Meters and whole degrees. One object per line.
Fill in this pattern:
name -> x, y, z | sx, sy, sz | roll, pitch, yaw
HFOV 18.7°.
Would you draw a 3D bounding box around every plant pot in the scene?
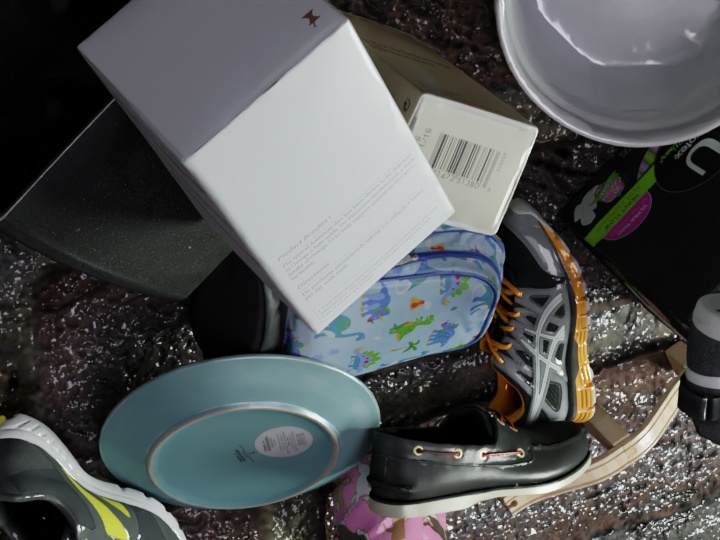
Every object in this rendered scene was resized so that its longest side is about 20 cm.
plant pot -> -0.145, -0.101, 1.373 | 0.200, 0.200, 0.177 | -46, 135, 1

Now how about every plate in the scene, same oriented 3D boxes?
plate -> -0.083, 0.124, 1.533 | 0.200, 0.026, 0.200 | -5, 144, -4

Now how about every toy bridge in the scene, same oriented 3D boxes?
toy bridge -> 0.194, 0.127, 1.697 | 0.200, 0.067, 0.027 | -33, 122, -7

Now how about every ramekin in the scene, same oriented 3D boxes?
ramekin -> 0.190, -0.196, 1.491 | 0.200, 0.105, 0.201 | 1, 115, 3

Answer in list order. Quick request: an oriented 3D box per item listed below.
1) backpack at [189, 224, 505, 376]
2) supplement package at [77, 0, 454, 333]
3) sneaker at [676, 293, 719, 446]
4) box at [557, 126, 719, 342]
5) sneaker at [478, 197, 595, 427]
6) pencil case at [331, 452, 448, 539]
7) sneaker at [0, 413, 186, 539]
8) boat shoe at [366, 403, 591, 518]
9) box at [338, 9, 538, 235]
backpack -> 0.000, 0.000, 1.511 | 0.200, 0.154, 0.163 | -23, 148, -31
supplement package -> -0.049, -0.078, 1.240 | 0.117, 0.117, 0.200 | -41, 145, -6
sneaker -> 0.305, 0.078, 1.490 | 0.199, 0.073, 0.112 | 5, 114, -17
box -> 0.269, -0.020, 1.584 | 0.149, 0.200, 0.124 | -46, 123, 1
sneaker -> 0.124, 0.040, 1.622 | 0.077, 0.078, 0.200 | -18, 120, -11
pencil case -> 0.030, 0.232, 1.600 | 0.086, 0.201, 0.083 | -17, 158, 31
sneaker -> -0.198, 0.186, 1.524 | 0.074, 0.085, 0.200 | -39, 121, 22
boat shoe -> 0.091, 0.131, 1.582 | 0.201, 0.074, 0.063 | -7, 102, -37
box -> 0.024, -0.102, 1.434 | 0.095, 0.200, 0.078 | 14, 107, -30
